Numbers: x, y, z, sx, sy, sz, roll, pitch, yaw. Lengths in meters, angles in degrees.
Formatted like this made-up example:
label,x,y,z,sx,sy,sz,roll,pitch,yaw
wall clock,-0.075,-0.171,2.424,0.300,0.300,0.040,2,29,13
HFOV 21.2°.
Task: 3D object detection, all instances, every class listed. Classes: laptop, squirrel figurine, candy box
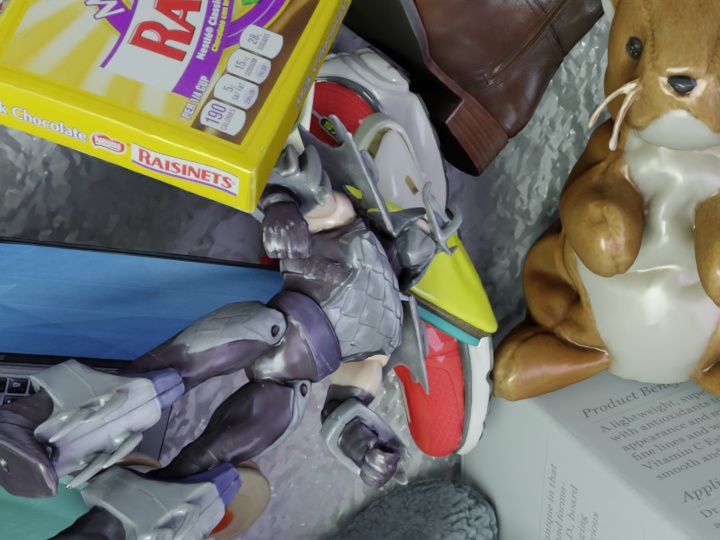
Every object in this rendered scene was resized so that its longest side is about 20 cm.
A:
label,x,y,z,sx,sy,sz,roll,pitch,yaw
laptop,-0.120,0.074,0.718,0.186,0.116,0.202,7,103,-42
squirrel figurine,0.144,-0.056,0.867,0.200,0.140,0.188,-54,146,-56
candy box,-0.049,-0.115,0.665,0.027,0.101,0.201,97,13,-54

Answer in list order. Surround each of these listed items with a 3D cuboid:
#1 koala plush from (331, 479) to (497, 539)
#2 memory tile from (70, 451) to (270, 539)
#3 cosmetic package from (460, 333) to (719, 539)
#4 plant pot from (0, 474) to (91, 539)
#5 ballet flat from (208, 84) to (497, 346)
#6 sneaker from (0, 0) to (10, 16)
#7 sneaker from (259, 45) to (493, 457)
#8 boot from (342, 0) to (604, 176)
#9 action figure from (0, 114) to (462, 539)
label,x,y,z,sx,sy,sz,roll,pitch,yaw
koala plush,0.023,0.238,0.884,0.183,0.177,0.202,-24,123,-18
memory tile,-0.138,0.123,0.743,0.199,0.017,0.154,7,131,-42
cosmetic package,0.164,0.127,0.905,0.164,0.200,0.166,-14,122,-25
plant pot,-0.149,0.177,0.644,0.199,0.134,0.202,21,59,-40
ballet flat,-0.021,-0.040,0.745,0.199,0.067,0.067,27,94,-13
sneaker,-0.159,-0.122,0.635,0.104,0.075,0.202,-6,114,-41
sneaker,0.000,0.000,0.837,0.084,0.077,0.201,-23,118,-10
boot,0.074,-0.165,0.824,0.200,0.064,0.187,-49,145,-10
action figure,-0.030,0.032,0.651,0.200,0.069,0.131,-38,115,-31
